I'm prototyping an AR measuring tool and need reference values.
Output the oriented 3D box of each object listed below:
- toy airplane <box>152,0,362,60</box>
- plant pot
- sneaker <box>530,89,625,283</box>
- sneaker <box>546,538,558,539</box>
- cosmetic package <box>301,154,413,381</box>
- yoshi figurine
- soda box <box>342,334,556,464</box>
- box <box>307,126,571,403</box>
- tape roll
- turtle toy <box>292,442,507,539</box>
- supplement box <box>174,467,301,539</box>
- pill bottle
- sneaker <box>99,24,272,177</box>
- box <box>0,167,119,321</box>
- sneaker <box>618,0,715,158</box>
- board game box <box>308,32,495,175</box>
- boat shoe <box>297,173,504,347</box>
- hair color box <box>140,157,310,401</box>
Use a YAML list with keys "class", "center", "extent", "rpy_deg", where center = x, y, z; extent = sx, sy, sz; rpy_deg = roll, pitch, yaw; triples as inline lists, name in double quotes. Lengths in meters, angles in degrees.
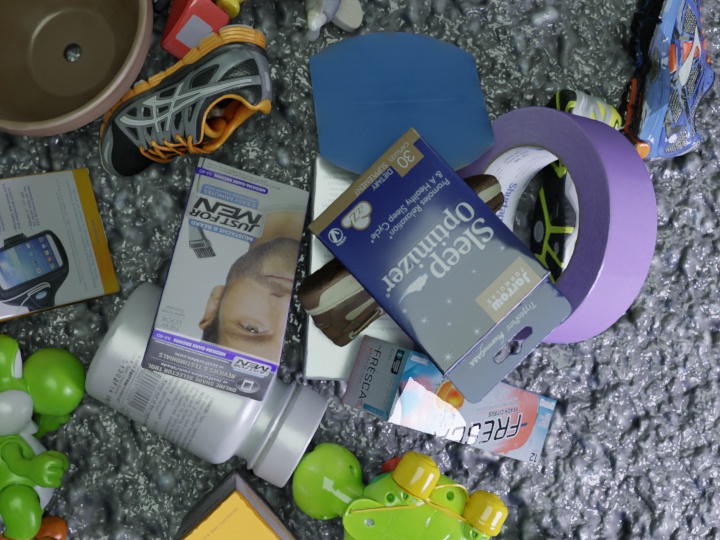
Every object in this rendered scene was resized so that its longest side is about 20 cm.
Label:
- class: "toy airplane"
  center: [-0.097, -0.298, 1.045]
  extent: [0.198, 0.141, 0.202]
  rpy_deg: [-14, 101, -22]
- class: "plant pot"
  center: [-0.273, -0.209, 1.048]
  extent: [0.198, 0.093, 0.204]
  rpy_deg: [-2, 78, 8]
- class: "sneaker"
  center: [0.209, -0.065, 1.093]
  extent: [0.075, 0.075, 0.203]
  rpy_deg: [5, 96, -19]
- class: "sneaker"
  center: [0.155, 0.342, 1.085]
  extent: [0.086, 0.075, 0.201]
  rpy_deg: [30, 79, 5]
- class: "cosmetic package"
  center: [0.000, 0.000, 1.078]
  extent: [0.100, 0.071, 0.203]
  rpy_deg: [4, 88, -5]
- class: "yoshi figurine"
  center: [-0.282, 0.154, 1.035]
  extent: [0.111, 0.112, 0.203]
  rpy_deg: [0, 99, 31]
- class: "soda box"
  center: [0.082, 0.116, 1.032]
  extent: [0.199, 0.068, 0.064]
  rpy_deg: [21, 86, -39]
- class: "box"
  center: [0.067, -0.004, 0.953]
  extent: [0.121, 0.032, 0.200]
  rpy_deg: [-43, 82, -2]
- class: "tape roll"
  center: [0.160, -0.038, 1.026]
  extent: [0.065, 0.199, 0.203]
  rpy_deg: [5, 88, -38]
- class: "turtle toy"
  center: [0.028, 0.225, 1.052]
  extent: [0.199, 0.101, 0.147]
  rpy_deg: [32, 93, -14]
- class: "supplement box"
  center: [-0.092, 0.247, 1.001]
  extent: [0.073, 0.200, 0.126]
  rpy_deg: [-42, 90, -7]
- class: "pill bottle"
  center: [-0.135, 0.106, 1.046]
  extent: [0.198, 0.114, 0.115]
  rpy_deg: [30, 87, -2]
- class: "sneaker"
  center: [-0.157, -0.134, 1.037]
  extent: [0.199, 0.078, 0.078]
  rpy_deg: [-33, 67, 28]
- class: "box"
  center: [-0.313, -0.017, 1.016]
  extent: [0.199, 0.041, 0.121]
  rpy_deg: [-14, 89, -46]
- class: "sneaker"
  center: [0.299, -0.202, 1.109]
  extent: [0.077, 0.075, 0.203]
  rpy_deg: [9, 96, -12]
- class: "board game box"
  center: [0.035, -0.141, 1.069]
  extent: [0.156, 0.039, 0.202]
  rpy_deg: [-3, 50, -6]
- class: "boat shoe"
  center: [0.045, -0.006, 1.018]
  extent: [0.201, 0.075, 0.075]
  rpy_deg: [-32, 107, 0]
- class: "hair color box"
  center: [-0.113, 0.004, 1.016]
  extent: [0.108, 0.065, 0.202]
  rpy_deg: [17, 50, -11]
